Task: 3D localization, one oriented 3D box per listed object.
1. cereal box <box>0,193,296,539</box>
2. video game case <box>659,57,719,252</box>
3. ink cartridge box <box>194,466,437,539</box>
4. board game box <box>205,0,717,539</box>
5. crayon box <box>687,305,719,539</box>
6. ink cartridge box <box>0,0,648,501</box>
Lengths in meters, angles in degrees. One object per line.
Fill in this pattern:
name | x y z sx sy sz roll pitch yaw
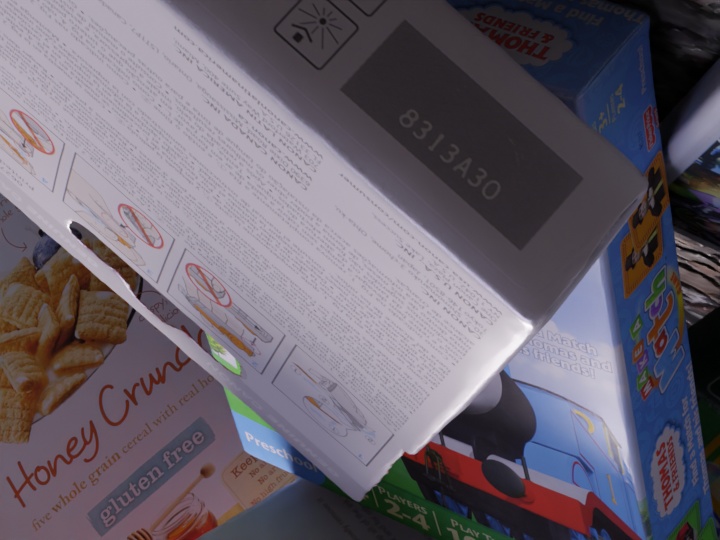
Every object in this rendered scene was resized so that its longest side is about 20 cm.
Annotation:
cereal box | -0.090 0.042 0.870 0.200 0.144 0.040 52 -175 26
video game case | 0.157 -0.001 0.552 0.181 0.023 0.200 25 173 1
ink cartridge box | 0.042 0.137 0.717 0.200 0.173 0.044 46 142 20
board game box | 0.014 -0.001 0.641 0.151 0.037 0.201 21 144 32
crayon box | 0.148 0.118 0.776 0.126 0.051 0.201 38 149 36
ink cartridge box | -0.028 -0.028 0.589 0.161 0.050 0.200 41 163 3
